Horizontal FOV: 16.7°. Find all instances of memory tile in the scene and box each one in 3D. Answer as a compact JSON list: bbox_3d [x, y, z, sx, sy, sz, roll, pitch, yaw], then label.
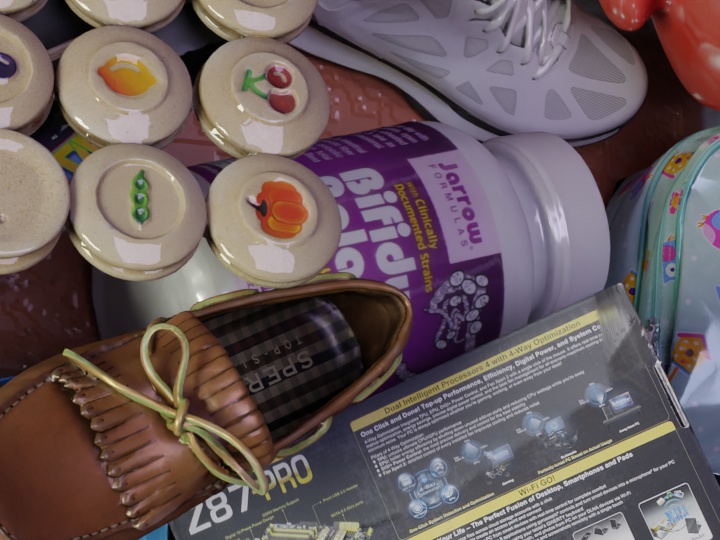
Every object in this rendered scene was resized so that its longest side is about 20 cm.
[{"bbox_3d":[-0.084,-0.087,0.876,0.152,0.017,0.201,4,62,-18],"label":"memory tile"}]

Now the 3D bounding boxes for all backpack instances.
[{"bbox_3d":[0.168,0.038,1.079,0.166,0.126,0.201,14,72,-22],"label":"backpack"}]

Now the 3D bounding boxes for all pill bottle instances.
[{"bbox_3d":[0.000,0.000,1.003,0.199,0.112,0.113,-14,87,-29],"label":"pill bottle"}]

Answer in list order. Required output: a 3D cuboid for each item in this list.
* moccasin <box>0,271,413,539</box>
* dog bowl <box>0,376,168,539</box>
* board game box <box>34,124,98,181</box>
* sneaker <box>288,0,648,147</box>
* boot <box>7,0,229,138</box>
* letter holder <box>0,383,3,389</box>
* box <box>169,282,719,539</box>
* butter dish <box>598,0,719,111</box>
[{"bbox_3d":[-0.057,0.049,0.833,0.201,0.078,0.074,-16,80,-44],"label":"moccasin"},{"bbox_3d":[-0.172,0.109,0.927,0.199,0.050,0.112,-14,88,-30],"label":"dog bowl"},{"bbox_3d":[-0.191,-0.065,0.946,0.200,0.057,0.166,-41,103,-28],"label":"board game box"},{"bbox_3d":[0.059,-0.109,1.052,0.199,0.115,0.076,17,73,-25],"label":"sneaker"},{"bbox_3d":[-0.152,-0.115,0.914,0.199,0.077,0.139,-19,79,-34],"label":"boot"},{"bbox_3d":[-0.214,0.045,0.802,0.201,0.100,0.142,55,34,-8],"label":"letter holder"},{"bbox_3d":[0.043,0.119,0.924,0.199,0.049,0.162,-25,73,0],"label":"box"},{"bbox_3d":[0.171,-0.140,1.059,0.147,0.200,0.201,-13,96,-12],"label":"butter dish"}]
